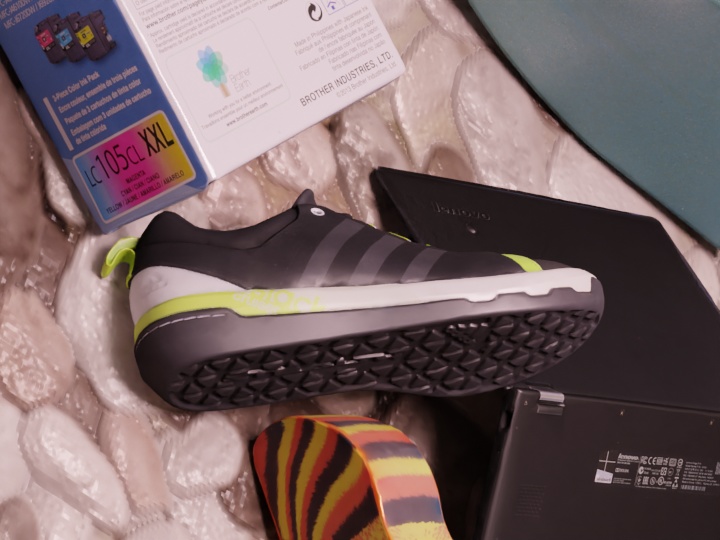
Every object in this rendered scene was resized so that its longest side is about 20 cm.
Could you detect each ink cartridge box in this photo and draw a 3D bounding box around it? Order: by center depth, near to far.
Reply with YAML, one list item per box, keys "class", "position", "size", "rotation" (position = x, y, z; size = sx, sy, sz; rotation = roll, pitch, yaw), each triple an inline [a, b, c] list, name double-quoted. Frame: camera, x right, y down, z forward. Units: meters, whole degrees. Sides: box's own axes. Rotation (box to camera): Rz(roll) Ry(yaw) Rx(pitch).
- class: "ink cartridge box"
  position: [-0.085, -0.134, 1.178]
  size: [0.136, 0.076, 0.200]
  rotation: [-32, 98, -48]

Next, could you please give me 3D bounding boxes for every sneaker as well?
- class: "sneaker"
  position: [0.000, 0.000, 1.176]
  size: [0.199, 0.072, 0.083]
  rotation: [-2, 60, -20]

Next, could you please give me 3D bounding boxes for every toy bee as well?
- class: "toy bee"
  position: [0.028, 0.142, 1.150]
  size: [0.131, 0.109, 0.200]
  rotation: [-29, 94, -49]

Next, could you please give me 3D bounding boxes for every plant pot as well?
- class: "plant pot"
  position: [0.152, -0.132, 1.379]
  size: [0.200, 0.141, 0.142]
  rotation: [31, 53, -24]

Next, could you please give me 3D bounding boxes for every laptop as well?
- class: "laptop"
  position: [0.088, 0.073, 1.313]
  size: [0.187, 0.116, 0.201]
  rotation: [8, 96, -42]
